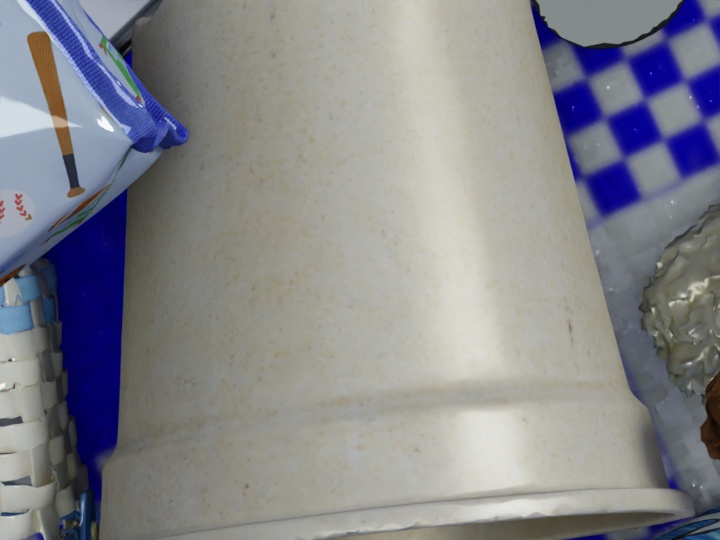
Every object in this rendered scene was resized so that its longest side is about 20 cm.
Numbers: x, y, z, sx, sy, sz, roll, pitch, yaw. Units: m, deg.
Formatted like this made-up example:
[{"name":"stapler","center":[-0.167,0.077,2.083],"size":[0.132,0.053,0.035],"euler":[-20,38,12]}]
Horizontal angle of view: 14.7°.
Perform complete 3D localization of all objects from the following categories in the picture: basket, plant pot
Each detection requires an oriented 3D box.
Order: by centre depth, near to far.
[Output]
[{"name":"plant pot","center":[0.000,0.000,0.912],"size":[0.200,0.200,0.184],"euler":[-6,81,5]},{"name":"basket","center":[-0.174,0.093,0.944],"size":[0.176,0.139,0.201],"euler":[-1,99,5]}]

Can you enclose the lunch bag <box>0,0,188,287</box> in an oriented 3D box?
[{"name":"lunch bag","center":[-0.177,-0.068,0.809],"size":[0.170,0.124,0.200],"euler":[-37,90,0]}]

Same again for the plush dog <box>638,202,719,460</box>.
[{"name":"plush dog","center":[0.187,-0.001,0.870],"size":[0.199,0.172,0.161],"euler":[-10,133,4]}]

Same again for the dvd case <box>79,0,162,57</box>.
[{"name":"dvd case","center":[-0.152,-0.099,0.932],"size":[0.143,0.018,0.200],"euler":[40,57,1]}]

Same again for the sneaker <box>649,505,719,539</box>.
[{"name":"sneaker","center":[0.128,0.116,0.944],"size":[0.199,0.090,0.079],"euler":[-22,92,5]}]

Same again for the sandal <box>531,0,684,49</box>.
[{"name":"sandal","center":[0.060,-0.170,0.911],"size":[0.075,0.045,0.201],"euler":[-19,94,9]}]
